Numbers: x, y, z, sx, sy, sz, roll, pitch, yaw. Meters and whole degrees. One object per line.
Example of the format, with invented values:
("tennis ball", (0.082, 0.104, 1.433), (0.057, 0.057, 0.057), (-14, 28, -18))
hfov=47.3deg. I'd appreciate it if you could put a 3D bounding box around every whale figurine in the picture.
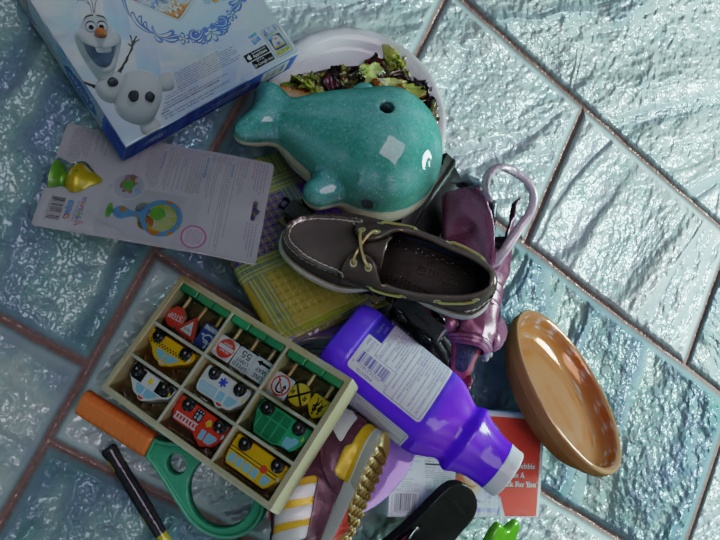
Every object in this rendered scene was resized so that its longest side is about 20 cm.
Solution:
("whale figurine", (-0.017, -0.130, 0.769), (0.197, 0.104, 0.161), (23, 58, 3))

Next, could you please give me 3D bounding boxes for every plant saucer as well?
("plant saucer", (0.225, 0.141, 0.933), (0.199, 0.037, 0.202), (39, 32, -30))

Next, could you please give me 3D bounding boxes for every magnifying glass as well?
("magnifying glass", (-0.171, 0.169, 0.740), (0.198, 0.022, 0.081), (30, 96, 10))

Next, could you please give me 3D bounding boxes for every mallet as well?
("mallet", (-0.187, 0.254, 0.777), (0.041, 0.066, 0.202), (-31, 86, -25))

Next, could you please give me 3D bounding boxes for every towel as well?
("towel", (-0.067, -0.027, 0.807), (0.142, 0.023, 0.201), (-24, 67, -27))

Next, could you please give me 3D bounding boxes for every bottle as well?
("bottle", (0.055, 0.120, 0.741), (0.199, 0.066, 0.084), (38, 50, 5))

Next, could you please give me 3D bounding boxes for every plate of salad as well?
("plate of salad", (0.000, -0.171, 0.860), (0.196, 0.048, 0.204), (4, 71, -13))

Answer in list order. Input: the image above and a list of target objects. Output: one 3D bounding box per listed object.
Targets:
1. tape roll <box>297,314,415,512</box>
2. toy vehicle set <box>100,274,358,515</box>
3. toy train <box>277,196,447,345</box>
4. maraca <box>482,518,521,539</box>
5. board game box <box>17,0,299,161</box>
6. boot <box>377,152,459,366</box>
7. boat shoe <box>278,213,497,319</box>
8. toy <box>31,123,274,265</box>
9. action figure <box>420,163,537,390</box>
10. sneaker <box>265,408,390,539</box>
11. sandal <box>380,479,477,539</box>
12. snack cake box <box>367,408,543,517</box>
("tape roll", (-0.040, 0.139, 0.796), (0.196, 0.066, 0.204), (2, 72, -6))
("toy vehicle set", (-0.115, 0.102, 0.715), (0.198, 0.027, 0.125), (28, 75, 23))
("toy train", (0.000, 0.000, 0.768), (0.199, 0.046, 0.034), (41, 78, 10))
("maraca", (0.111, 0.353, 0.873), (0.200, 0.106, 0.138), (-43, 137, -23))
("board game box", (-0.192, -0.238, 0.773), (0.199, 0.043, 0.201), (-34, 91, -24))
("boot", (0.087, -0.003, 0.900), (0.157, 0.079, 0.213), (35, 77, -18))
("boat shoe", (0.023, -0.010, 0.715), (0.197, 0.060, 0.073), (18, 75, 4))
("toy", (-0.187, -0.063, 0.764), (0.196, 0.047, 0.117), (12, 58, -9))
("action figure", (0.119, 0.020, 0.799), (0.132, 0.148, 0.204), (18, 69, -27))
("sneaker", (-0.053, 0.213, 0.708), (0.089, 0.075, 0.202), (24, 73, 21))
("sandal", (0.045, 0.296, 0.822), (0.200, 0.045, 0.075), (-46, 120, -5))
("snack cake box", (0.103, 0.207, 0.902), (0.197, 0.067, 0.117), (9, 81, -26))
